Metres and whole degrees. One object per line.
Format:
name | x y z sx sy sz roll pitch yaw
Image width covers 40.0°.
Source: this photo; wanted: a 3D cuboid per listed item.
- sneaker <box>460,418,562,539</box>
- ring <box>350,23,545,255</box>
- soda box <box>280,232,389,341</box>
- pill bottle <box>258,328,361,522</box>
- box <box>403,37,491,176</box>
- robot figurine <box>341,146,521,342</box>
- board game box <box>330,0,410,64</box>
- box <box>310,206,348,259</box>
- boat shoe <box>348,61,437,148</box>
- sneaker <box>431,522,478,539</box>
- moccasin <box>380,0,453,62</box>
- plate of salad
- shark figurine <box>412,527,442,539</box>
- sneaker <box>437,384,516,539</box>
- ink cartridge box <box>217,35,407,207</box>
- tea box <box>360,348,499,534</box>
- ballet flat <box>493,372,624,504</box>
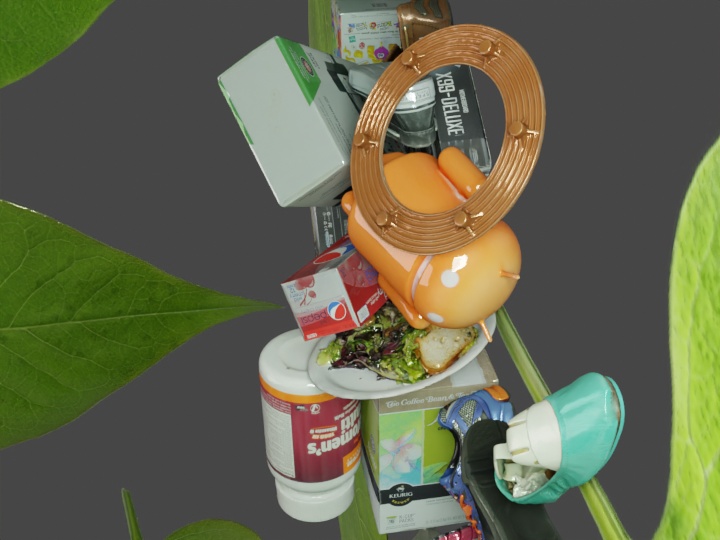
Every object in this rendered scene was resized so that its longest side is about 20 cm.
sneaker | 0.130 0.235 0.883 0.115 0.076 0.200 100 159 -43
ring | 0.064 -0.113 0.830 0.199 0.019 0.202 -11 72 38
soda box | 0.000 0.000 1.011 0.200 0.070 0.064 -40 -70 -58
pill bottle | -0.053 0.173 1.097 0.110 0.109 0.201 -108 14 -58
box | 0.086 -0.127 1.061 0.200 0.049 0.159 99 163 -64
robot figurine | 0.066 -0.029 0.901 0.200 0.144 0.117 47 -176 30
board game box | 0.019 -0.251 1.277 0.103 0.104 0.201 -106 14 -58
box | 0.016 -0.086 1.216 0.048 0.157 0.202 126 138 -77
boat shoe | 0.030 -0.165 0.983 0.200 0.071 0.072 -110 12 -69
sneaker | 0.110 0.362 1.146 0.201 0.080 0.075 89 160 -59
moccasin | 0.054 -0.227 1.122 0.202 0.077 0.074 101 161 -67
plate of salad | 0.038 0.062 0.999 0.200 0.199 0.048 -112 1 -65
shark figurine | 0.069 0.289 1.382 0.128 0.089 0.216 -109 17 -67
sneaker | 0.116 0.217 0.971 0.075 0.078 0.202 123 141 -80
ink cartridge box | -0.039 -0.146 1.021 0.147 0.083 0.200 62 -159 7
tea box | 0.064 0.148 1.117 0.200 0.132 0.198 -108 13 -57
ballet flat | 0.140 0.137 0.754 0.200 0.070 0.068 99 164 -62
